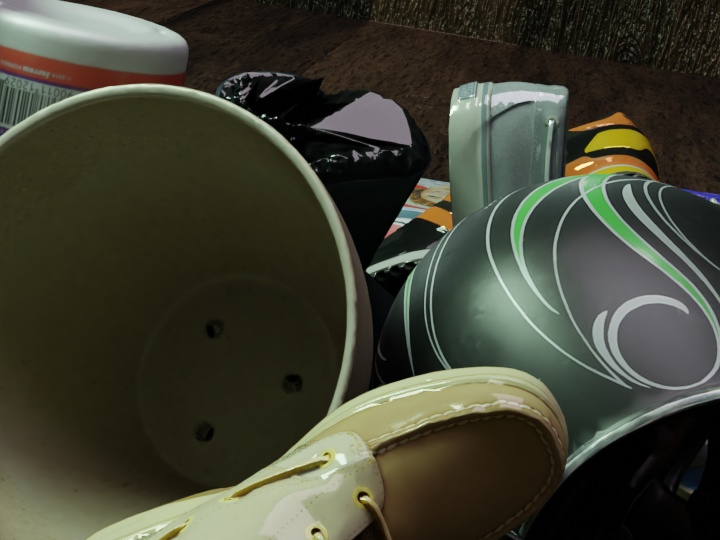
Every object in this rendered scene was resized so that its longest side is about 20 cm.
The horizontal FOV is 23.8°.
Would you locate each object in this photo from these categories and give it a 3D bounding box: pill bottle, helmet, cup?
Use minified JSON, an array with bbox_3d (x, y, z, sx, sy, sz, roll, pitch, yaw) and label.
[{"bbox_3d":[-0.156,-0.028,0.846,0.111,0.201,0.111,12,13,-3],"label":"pill bottle"},{"bbox_3d":[0.102,0.052,0.728,0.199,0.201,0.191,3,32,-22],"label":"helmet"},{"bbox_3d":[-0.075,0.039,0.734,0.199,0.201,0.143,14,-8,20],"label":"cup"}]

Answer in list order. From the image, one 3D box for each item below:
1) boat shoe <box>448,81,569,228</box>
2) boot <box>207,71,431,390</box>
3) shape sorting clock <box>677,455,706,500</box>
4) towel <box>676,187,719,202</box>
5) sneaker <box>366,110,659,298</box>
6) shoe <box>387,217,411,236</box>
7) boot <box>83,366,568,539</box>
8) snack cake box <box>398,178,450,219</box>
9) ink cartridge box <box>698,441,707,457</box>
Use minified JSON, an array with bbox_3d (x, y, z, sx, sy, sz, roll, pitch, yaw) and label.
[{"bbox_3d":[0.086,0.006,0.841,0.071,0.202,0.070,-4,17,12],"label":"boat shoe"},{"bbox_3d":[0.000,0.000,0.842,0.199,0.168,0.077,23,43,-8],"label":"boot"},{"bbox_3d":[0.241,0.100,0.925,0.199,0.039,0.200,8,14,-2],"label":"shape sorting clock"},{"bbox_3d":[0.180,0.000,1.025,0.199,0.050,0.148,7,47,30],"label":"towel"},{"bbox_3d":[0.072,-0.021,0.931,0.199,0.070,0.090,-24,33,21],"label":"sneaker"},{"bbox_3d":[0.011,0.014,1.054,0.091,0.072,0.200,6,18,-24],"label":"shoe"},{"bbox_3d":[-0.016,0.110,0.555,0.199,0.073,0.156,-22,16,4],"label":"boot"},{"bbox_3d":[0.059,-0.020,1.222,0.199,0.068,0.115,9,16,3],"label":"snack cake box"},{"bbox_3d":[0.155,0.027,0.907,0.200,0.116,0.068,8,-28,51],"label":"ink cartridge box"}]
